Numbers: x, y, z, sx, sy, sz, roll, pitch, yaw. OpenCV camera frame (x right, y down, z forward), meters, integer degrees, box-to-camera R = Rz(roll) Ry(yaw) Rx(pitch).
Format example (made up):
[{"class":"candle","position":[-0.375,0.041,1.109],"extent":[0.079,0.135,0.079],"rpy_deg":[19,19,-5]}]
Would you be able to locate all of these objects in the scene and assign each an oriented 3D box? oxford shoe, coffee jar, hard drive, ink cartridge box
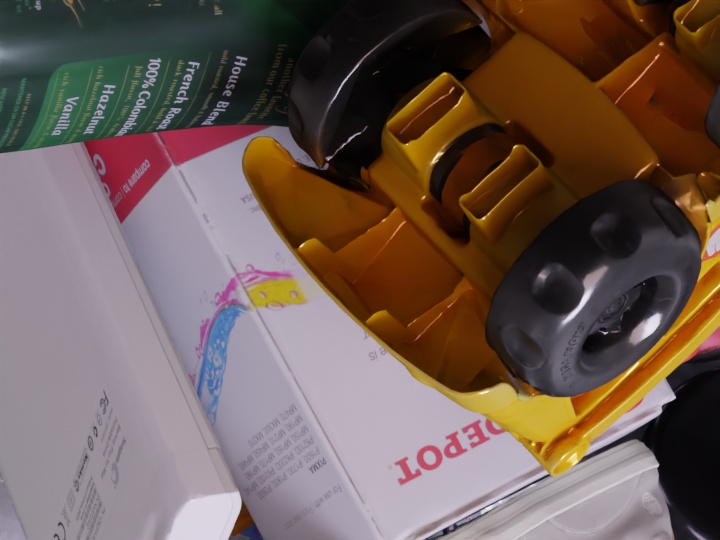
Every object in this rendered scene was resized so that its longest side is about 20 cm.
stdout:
[{"class":"oxford shoe","position":[0.049,0.118,0.902],"extent":[0.200,0.075,0.058],"rpy_deg":[-20,80,-42]},{"class":"coffee jar","position":[-0.059,-0.095,0.834],"extent":[0.199,0.105,0.085],"rpy_deg":[-4,148,-26]},{"class":"hard drive","position":[-0.104,0.043,0.893],"extent":[0.026,0.200,0.132],"rpy_deg":[-6,140,-28]},{"class":"ink cartridge box","position":[0.000,0.000,0.922],"extent":[0.147,0.086,0.200],"rpy_deg":[-23,82,-33]}]

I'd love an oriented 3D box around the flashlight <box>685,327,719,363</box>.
[{"class":"flashlight","position":[0.186,0.044,1.096],"extent":[0.200,0.068,0.068],"rpy_deg":[38,62,-32]}]

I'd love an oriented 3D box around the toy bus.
[{"class":"toy bus","position":[0.090,-0.031,0.819],"extent":[0.200,0.136,0.192],"rpy_deg":[-43,149,-1]}]

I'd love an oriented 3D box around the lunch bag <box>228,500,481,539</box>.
[{"class":"lunch bag","position":[-0.020,0.125,1.004],"extent":[0.199,0.171,0.122],"rpy_deg":[17,124,-25]}]

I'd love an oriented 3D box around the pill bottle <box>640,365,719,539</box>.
[{"class":"pill bottle","position":[0.160,0.142,1.079],"extent":[0.111,0.112,0.200],"rpy_deg":[-7,141,-13]}]
